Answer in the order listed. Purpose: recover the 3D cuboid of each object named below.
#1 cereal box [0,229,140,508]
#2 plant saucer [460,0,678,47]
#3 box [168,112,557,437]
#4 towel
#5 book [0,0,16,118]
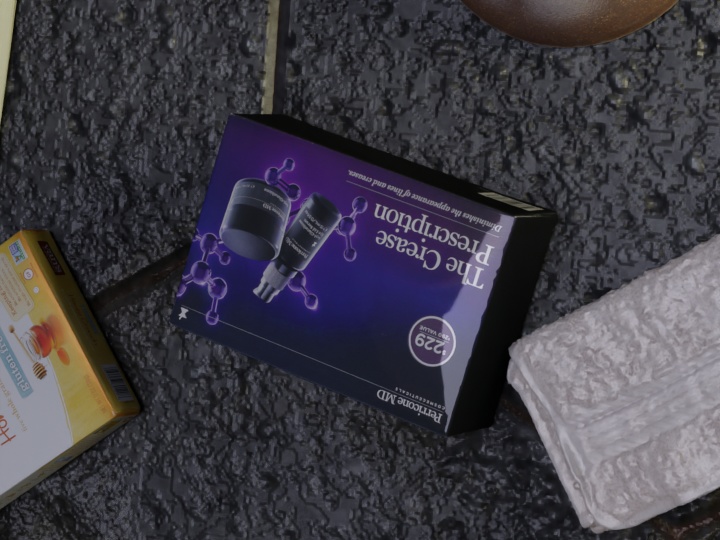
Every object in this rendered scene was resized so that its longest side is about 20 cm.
[{"bbox_3d":[-0.259,0.084,1.485,0.200,0.040,0.144,-35,77,21],"label":"cereal box"},{"bbox_3d":[0.120,-0.234,1.306,0.200,0.037,0.201,0,91,25],"label":"plant saucer"},{"bbox_3d":[0.000,0.000,1.346,0.200,0.079,0.141,21,102,23],"label":"box"},{"bbox_3d":[0.190,0.061,1.282,0.200,0.034,0.133,-31,79,22],"label":"towel"},{"bbox_3d":[-0.303,-0.149,1.502,0.133,0.048,0.201,10,97,28],"label":"book"}]
